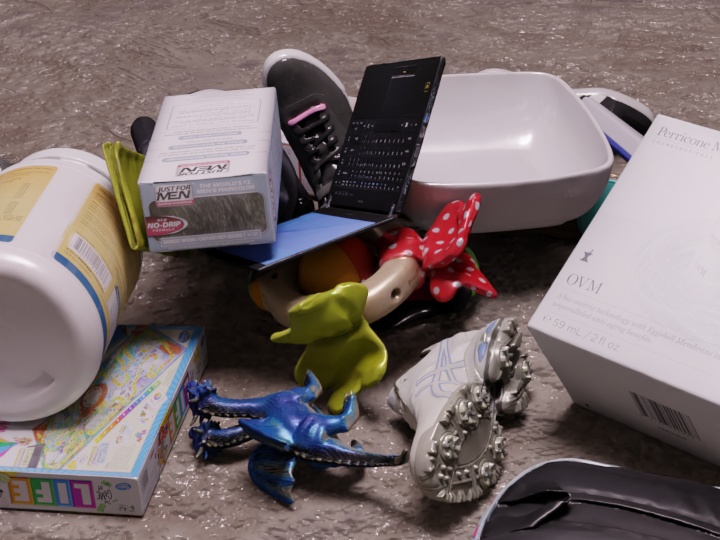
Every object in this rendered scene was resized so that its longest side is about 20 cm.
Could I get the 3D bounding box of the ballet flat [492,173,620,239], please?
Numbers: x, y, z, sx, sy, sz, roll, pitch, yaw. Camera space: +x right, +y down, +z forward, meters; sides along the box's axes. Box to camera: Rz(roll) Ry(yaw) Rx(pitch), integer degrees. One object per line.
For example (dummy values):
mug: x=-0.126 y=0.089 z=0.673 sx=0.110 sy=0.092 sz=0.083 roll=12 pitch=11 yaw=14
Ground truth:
ballet flat: x=0.198 y=-0.059 z=1.355 sx=0.198 sy=0.069 sz=0.072 roll=1 pitch=10 yaw=16

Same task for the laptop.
laptop: x=-0.032 y=-0.089 z=1.189 sx=0.102 sy=0.202 sz=0.177 roll=17 pitch=-1 yaw=-21

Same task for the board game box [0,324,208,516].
board game box: x=-0.204 y=0.107 z=1.117 sx=0.133 sy=0.035 sz=0.201 roll=2 pitch=30 yaw=9

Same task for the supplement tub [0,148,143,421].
supplement tub: x=-0.247 y=0.004 z=1.119 sx=0.143 sy=0.146 sz=0.201 roll=0 pitch=29 yaw=6

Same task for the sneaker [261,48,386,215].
sneaker: x=-0.026 y=-0.102 z=1.316 sx=0.070 sy=0.201 sz=0.100 roll=-24 pitch=35 yaw=5

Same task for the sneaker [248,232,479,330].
sneaker: x=0.002 y=0.006 z=1.233 sx=0.198 sy=0.078 sz=0.084 roll=-3 pitch=26 yaw=3

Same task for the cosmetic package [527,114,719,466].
cosmetic package: x=0.263 y=0.020 z=1.049 sx=0.198 sy=0.123 sz=0.201 roll=22 pitch=69 yaw=37

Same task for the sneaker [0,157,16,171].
sneaker: x=-0.293 y=-0.058 z=1.391 sx=0.090 sy=0.067 sz=0.200 roll=-19 pitch=37 yaw=-32

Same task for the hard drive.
hard drive: x=0.286 y=-0.083 z=1.336 sx=0.131 sy=0.025 sz=0.200 roll=30 pitch=14 yaw=-31

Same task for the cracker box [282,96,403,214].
cracker box: x=-0.005 y=-0.122 z=1.478 sx=0.198 sy=0.058 sz=0.134 roll=14 pitch=33 yaw=25

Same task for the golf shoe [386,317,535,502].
golf shoe: x=0.060 y=0.108 z=1.073 sx=0.096 sy=0.079 sz=0.200 roll=-9 pitch=19 yaw=25

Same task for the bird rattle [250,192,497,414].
bird rattle: x=0.000 y=0.000 z=1.149 sx=0.200 sy=0.113 sz=0.162 roll=-45 pitch=41 yaw=-21

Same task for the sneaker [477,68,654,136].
sneaker: x=0.201 y=-0.127 z=1.471 sx=0.198 sy=0.073 sz=0.113 roll=10 pitch=55 yaw=-8

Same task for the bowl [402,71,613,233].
bowl: x=0.108 y=-0.098 z=1.283 sx=0.197 sy=0.075 sz=0.201 roll=-5 pitch=33 yaw=-9

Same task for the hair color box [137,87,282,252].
hair color box: x=-0.116 y=-0.085 z=1.178 sx=0.098 sy=0.061 sz=0.200 roll=-5 pitch=25 yaw=1

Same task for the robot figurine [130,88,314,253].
robot figurine: x=-0.128 y=-0.092 z=1.365 sx=0.124 sy=0.151 sz=0.200 roll=-28 pitch=33 yaw=-3

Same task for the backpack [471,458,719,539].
backpack: x=0.156 y=0.194 z=0.809 sx=0.198 sy=0.152 sz=0.178 roll=16 pitch=31 yaw=17

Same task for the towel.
towel: x=-0.168 y=-0.054 z=1.188 sx=0.018 sy=0.087 sz=0.200 roll=-18 pitch=-2 yaw=4

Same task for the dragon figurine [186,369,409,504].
dragon figurine: x=-0.051 y=0.124 z=1.045 sx=0.099 sy=0.059 sz=0.199 roll=-23 pitch=32 yaw=-29
